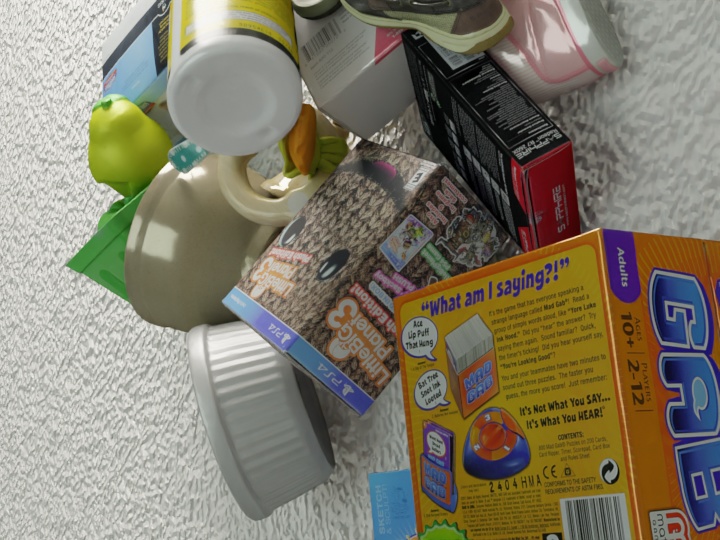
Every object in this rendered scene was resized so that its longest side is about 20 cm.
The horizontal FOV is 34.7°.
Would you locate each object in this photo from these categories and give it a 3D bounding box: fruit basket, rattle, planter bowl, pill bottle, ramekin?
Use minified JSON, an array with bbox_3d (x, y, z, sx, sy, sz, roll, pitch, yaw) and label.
[{"bbox_3d":[-0.254,-0.094,1.317,0.155,0.215,0.216,-35,60,46],"label":"fruit basket"},{"bbox_3d":[-0.120,-0.124,1.083,0.200,0.143,0.130,29,101,20],"label":"rattle"},{"bbox_3d":[-0.134,-0.016,1.223,0.134,0.200,0.201,19,103,24],"label":"planter bowl"},{"bbox_3d":[-0.112,-0.204,1.014,0.114,0.114,0.200,-54,29,35],"label":"pill bottle"},{"bbox_3d":[-0.094,0.139,1.148,0.202,0.094,0.203,-19,-90,-89],"label":"ramekin"}]

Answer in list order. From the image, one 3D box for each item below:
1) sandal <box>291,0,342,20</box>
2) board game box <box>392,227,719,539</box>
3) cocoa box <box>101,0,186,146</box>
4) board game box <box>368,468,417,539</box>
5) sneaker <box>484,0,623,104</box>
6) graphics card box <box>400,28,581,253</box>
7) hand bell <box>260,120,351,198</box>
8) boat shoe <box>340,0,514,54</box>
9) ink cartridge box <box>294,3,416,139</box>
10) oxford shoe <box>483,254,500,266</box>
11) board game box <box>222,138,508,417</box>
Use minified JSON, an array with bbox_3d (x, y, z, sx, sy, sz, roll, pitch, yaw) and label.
[{"bbox_3d":[-0.050,-0.329,1.072,0.080,0.057,0.201,-24,61,28],"label":"sandal"},{"bbox_3d":[0.168,0.098,0.786,0.200,0.200,0.200,-20,71,50],"label":"board game box"},{"bbox_3d":[-0.203,-0.244,1.347,0.200,0.133,0.132,-32,56,46],"label":"cocoa box"},{"bbox_3d":[0.076,0.274,1.023,0.153,0.040,0.201,-20,72,50],"label":"board game box"},{"bbox_3d":[0.135,-0.230,0.951,0.105,0.075,0.201,-30,67,36],"label":"sneaker"},{"bbox_3d":[0.108,-0.110,0.953,0.200,0.051,0.126,54,170,39],"label":"graphics card box"},{"bbox_3d":[-0.016,-0.156,1.161,0.104,0.104,0.200,29,98,50],"label":"hand bell"},{"bbox_3d":[0.045,-0.236,0.947,0.201,0.072,0.066,35,157,46],"label":"boat shoe"},{"bbox_3d":[0.001,-0.249,1.097,0.146,0.083,0.200,-38,55,18],"label":"ink cartridge box"},{"bbox_3d":[0.117,0.044,0.982,0.200,0.058,0.075,-102,31,-43],"label":"oxford shoe"},{"bbox_3d":[0.000,0.000,1.000,0.200,0.097,0.159,-50,28,-7],"label":"board game box"}]
